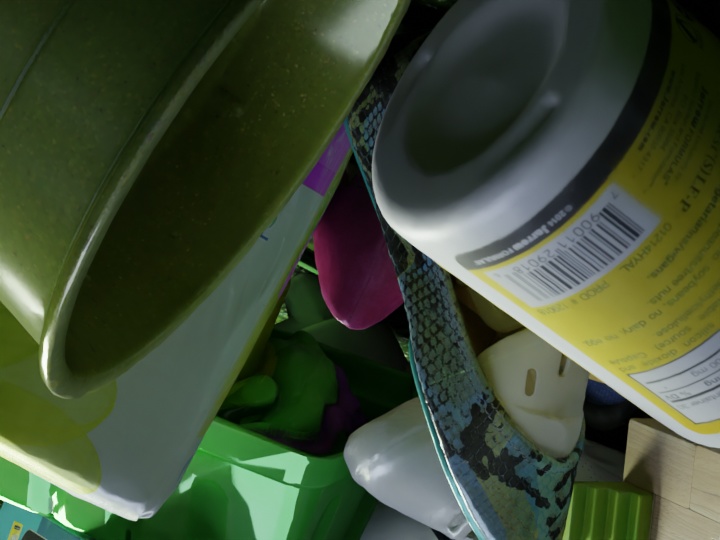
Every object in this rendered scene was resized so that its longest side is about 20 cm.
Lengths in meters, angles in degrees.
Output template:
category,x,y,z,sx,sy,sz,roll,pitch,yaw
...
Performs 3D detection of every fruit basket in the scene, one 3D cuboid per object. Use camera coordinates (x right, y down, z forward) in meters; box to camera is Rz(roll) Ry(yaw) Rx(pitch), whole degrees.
category,x,y,z,sx,sy,sz,roll,pitch,yaw
fruit basket,-0.076,0.031,0.959,0.215,0.217,0.155,20,-161,21

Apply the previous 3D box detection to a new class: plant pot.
category,x,y,z,sx,sy,sz,roll,pitch,yaw
plant pot,-0.107,-0.095,0.662,0.190,0.200,0.200,36,166,9

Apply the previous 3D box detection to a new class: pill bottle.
category,x,y,z,sx,sy,sz,roll,pitch,yaw
pill bottle,0.109,-0.010,0.682,0.200,0.112,0.111,35,162,-29

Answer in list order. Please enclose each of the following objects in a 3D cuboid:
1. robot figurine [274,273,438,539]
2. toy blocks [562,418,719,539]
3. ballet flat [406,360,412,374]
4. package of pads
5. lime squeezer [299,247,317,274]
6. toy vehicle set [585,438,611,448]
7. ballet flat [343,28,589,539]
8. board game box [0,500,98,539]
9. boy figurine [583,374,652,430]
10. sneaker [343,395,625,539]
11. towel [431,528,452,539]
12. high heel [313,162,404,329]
category,x,y,z,sx,sy,sz,roll,pitch,yaw
robot figurine,-0.009,0.103,1.126,0.113,0.169,0.201,73,171,-73
toy blocks,0.198,0.096,0.790,0.199,0.100,0.137,3,-173,-23
ballet flat,0.061,0.047,1.013,0.068,0.063,0.200,-10,167,-3
package of pads,-0.102,-0.020,0.815,0.154,0.201,0.068,30,175,-14
lime squeezer,-0.051,-0.036,1.012,0.070,0.038,0.200,-10,155,8
toy vehicle set,0.179,0.166,1.092,0.200,0.027,0.124,46,-170,24
ballet flat,0.048,0.006,0.742,0.201,0.074,0.074,70,161,3
board game box,-0.090,0.172,1.018,0.151,0.047,0.200,26,172,-24
boy figurine,0.092,0.011,0.865,0.124,0.065,0.200,16,161,32
sneaker,0.078,0.113,0.915,0.200,0.089,0.075,22,130,-42
towel,0.112,0.187,1.002,0.200,0.035,0.193,46,-176,-25
high heel,0.000,0.000,0.910,0.067,0.096,0.200,27,164,-7
